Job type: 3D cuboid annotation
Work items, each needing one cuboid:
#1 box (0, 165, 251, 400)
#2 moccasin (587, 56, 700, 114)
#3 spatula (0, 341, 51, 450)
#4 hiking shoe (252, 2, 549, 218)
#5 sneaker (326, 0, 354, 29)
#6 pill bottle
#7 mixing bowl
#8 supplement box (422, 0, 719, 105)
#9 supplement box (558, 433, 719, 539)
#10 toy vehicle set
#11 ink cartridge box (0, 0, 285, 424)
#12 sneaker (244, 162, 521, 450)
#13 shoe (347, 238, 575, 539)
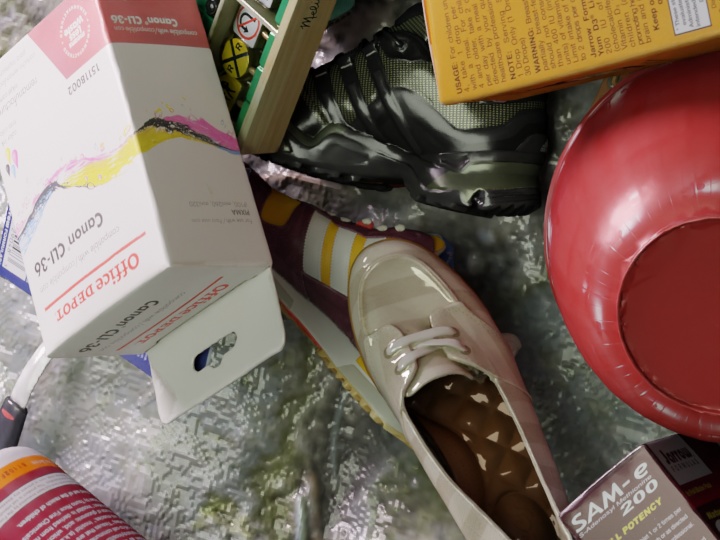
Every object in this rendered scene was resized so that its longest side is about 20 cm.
[{"bbox_3d":[-0.121,-0.020,1.298,0.200,0.032,0.121,30,111,45],"label":"box"},{"bbox_3d":[0.149,-0.138,1.186,0.078,0.074,0.202,20,113,16],"label":"moccasin"},{"bbox_3d":[-0.189,0.063,1.404,0.057,0.021,0.200,37,111,27],"label":"spatula"},{"bbox_3d":[0.011,-0.092,1.267,0.200,0.076,0.101,15,90,19],"label":"hiking shoe"},{"bbox_3d":[-0.028,-0.214,1.253,0.091,0.078,0.200,17,112,54],"label":"sneaker"},{"bbox_3d":[-0.149,0.196,1.343,0.200,0.113,0.113,36,110,21],"label":"pill bottle"},{"bbox_3d":[0.175,0.004,1.127,0.200,0.108,0.200,5,110,13],"label":"mixing bowl"},{"bbox_3d":[0.127,-0.126,1.118,0.200,0.067,0.069,-15,86,35],"label":"supplement box"},{"bbox_3d":[0.192,0.172,1.163,0.061,0.109,0.200,-44,75,19],"label":"supplement box"},{"bbox_3d":[-0.054,-0.175,1.214,0.124,0.026,0.200,43,123,35],"label":"toy vehicle set"},{"bbox_3d":[-0.116,-0.032,1.218,0.116,0.067,0.200,-35,65,43],"label":"ink cartridge box"},{"bbox_3d":[0.000,0.000,1.280,0.090,0.075,0.200,-41,70,1],"label":"sneaker"},{"bbox_3d":[0.055,0.070,1.189,0.070,0.053,0.200,-27,81,-7],"label":"shoe"}]
